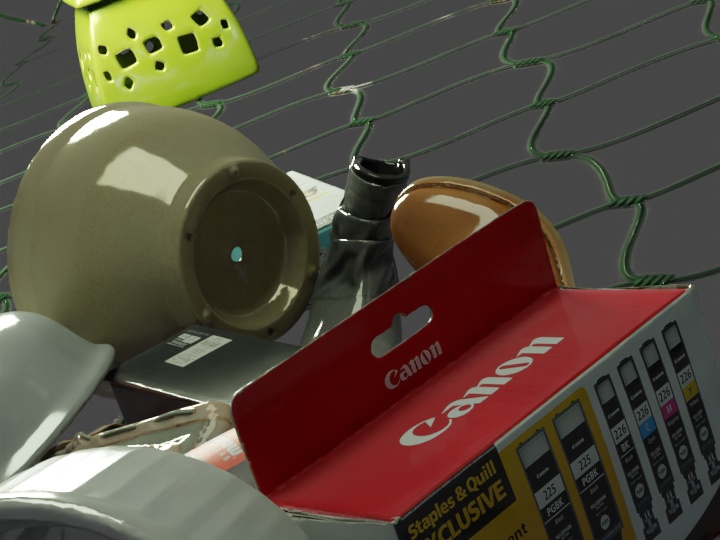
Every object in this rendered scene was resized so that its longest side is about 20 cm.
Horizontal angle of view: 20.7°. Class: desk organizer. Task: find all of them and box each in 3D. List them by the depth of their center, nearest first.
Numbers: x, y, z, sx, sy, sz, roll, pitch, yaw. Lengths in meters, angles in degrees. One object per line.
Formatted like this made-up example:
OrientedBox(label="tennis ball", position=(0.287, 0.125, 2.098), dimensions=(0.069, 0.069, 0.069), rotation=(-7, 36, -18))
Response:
OrientedBox(label="desk organizer", position=(-0.066, 0.090, 1.125), dimensions=(0.071, 0.078, 0.199), rotation=(-28, 18, -27))

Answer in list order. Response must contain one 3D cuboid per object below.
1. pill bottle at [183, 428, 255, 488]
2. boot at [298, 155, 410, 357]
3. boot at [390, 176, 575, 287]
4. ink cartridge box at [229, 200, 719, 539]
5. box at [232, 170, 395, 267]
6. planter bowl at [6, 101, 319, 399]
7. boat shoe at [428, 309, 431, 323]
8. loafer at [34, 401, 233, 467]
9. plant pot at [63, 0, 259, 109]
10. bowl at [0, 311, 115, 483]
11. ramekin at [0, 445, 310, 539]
OrientedBox(label="pill bottle", position=(-0.074, 0.144, 0.904), dimensions=(0.199, 0.113, 0.112), rotation=(-27, 18, -21))
OrientedBox(label="boot", position=(0.000, 0.000, 1.209), dimensions=(0.069, 0.133, 0.200), rotation=(10, 15, -10))
OrientedBox(label="boot", position=(0.053, 0.040, 1.014), dimensions=(0.155, 0.200, 0.077), rotation=(-28, -25, -41))
OrientedBox(label="ink cartridge box", position=(0.063, 0.087, 0.808), dimensions=(0.083, 0.177, 0.199), rotation=(-1, 26, 47))
OrientedBox(label="box", position=(-0.049, -0.028, 1.521), dimensions=(0.082, 0.050, 0.200), rotation=(-25, 17, -14))
OrientedBox(label="planter bowl", position=(-0.111, -0.012, 1.288), dimensions=(0.134, 0.202, 0.200), rotation=(1, 27, 46))
OrientedBox(label="boat shoe", position=(0.071, 0.049, 1.123), dimensions=(0.067, 0.073, 0.200), rotation=(5, 28, 14))
OrientedBox(label="loafer", position=(-0.125, 0.112, 1.088), dimensions=(0.199, 0.072, 0.063), rotation=(-12, 56, 53))
OrientedBox(label="plant pot", position=(-0.254, -0.298, 2.378), dimensions=(0.198, 0.183, 0.199), rotation=(-22, 16, -9))
OrientedBox(label="bowl", position=(-0.247, 0.091, 1.183), dimensions=(0.201, 0.090, 0.201), rotation=(-45, 10, 9))
OrientedBox(label="ramekin", position=(-0.093, 0.164, 0.733), dimensions=(0.199, 0.202, 0.098), rotation=(-14, 9, 20))
